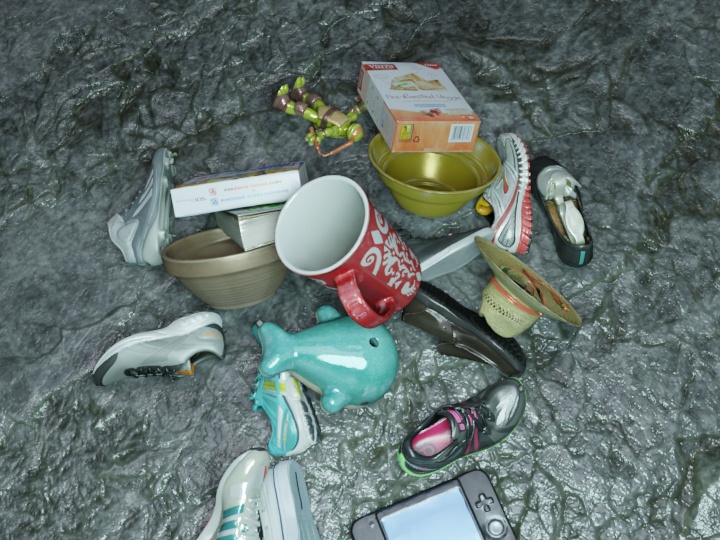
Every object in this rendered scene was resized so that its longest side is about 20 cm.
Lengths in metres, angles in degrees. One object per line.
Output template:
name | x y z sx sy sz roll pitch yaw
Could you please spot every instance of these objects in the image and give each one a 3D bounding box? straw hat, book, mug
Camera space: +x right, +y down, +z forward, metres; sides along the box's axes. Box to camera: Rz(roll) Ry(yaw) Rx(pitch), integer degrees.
straw hat | 0.209 0.046 1.171 0.201 0.201 0.085 45 107 21
book | -0.128 -0.080 1.223 0.133 0.200 0.048 -14 104 -17
mug | -0.010 -0.002 1.116 0.133 0.200 0.178 -1 69 28

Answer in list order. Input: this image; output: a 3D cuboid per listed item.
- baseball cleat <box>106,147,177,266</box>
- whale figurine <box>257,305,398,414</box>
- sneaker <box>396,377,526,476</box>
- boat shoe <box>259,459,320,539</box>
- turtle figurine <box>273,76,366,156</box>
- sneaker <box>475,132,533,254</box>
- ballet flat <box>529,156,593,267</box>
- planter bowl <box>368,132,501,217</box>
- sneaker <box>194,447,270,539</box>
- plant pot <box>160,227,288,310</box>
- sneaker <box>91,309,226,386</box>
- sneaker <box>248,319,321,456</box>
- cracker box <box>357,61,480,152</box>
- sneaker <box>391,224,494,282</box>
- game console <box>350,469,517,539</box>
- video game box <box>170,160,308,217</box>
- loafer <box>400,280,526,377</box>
baseball cleat | -0.342 -0.103 1.319 0.106 0.070 0.201 -3 64 3
whale figurine | -0.038 0.111 1.139 0.199 0.104 0.160 14 56 -27
sneaker | 0.140 0.209 1.127 0.200 0.084 0.077 -32 67 -10
boat shoe | -0.094 0.351 1.098 0.067 0.074 0.201 -24 55 19
turtle figurine | -0.049 -0.252 1.368 0.161 0.065 0.200 33 53 15
sneaker | 0.216 -0.122 1.279 0.082 0.078 0.201 0 65 6
ballet flat | 0.306 -0.101 1.266 0.068 0.068 0.201 -15 65 -4
planter bowl | 0.107 -0.138 1.274 0.199 0.084 0.201 4 38 -3
sneaker | -0.147 0.327 1.072 0.093 0.070 0.200 27 91 31
plant pot | -0.181 -0.003 1.224 0.200 0.201 0.093 -8 106 1
sneaker | -0.287 0.125 1.209 0.199 0.074 0.080 -21 70 -5
sneaker | -0.122 0.161 1.179 0.079 0.078 0.201 -23 64 6
cracker box | 0.085 -0.255 1.303 0.133 0.058 0.200 -3 38 -17
sneaker | 0.091 -0.038 1.241 0.199 0.071 0.099 -27 65 5
game console | 0.101 0.349 1.046 0.199 0.118 0.171 -21 65 -6
video game box | -0.172 -0.124 1.253 0.181 0.200 0.047 -11 101 0
loafer | 0.143 0.093 1.198 0.200 0.073 0.072 35 111 14
